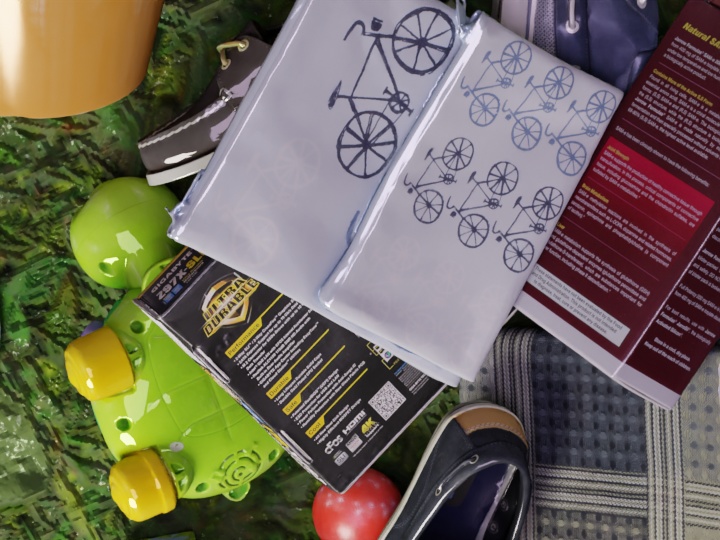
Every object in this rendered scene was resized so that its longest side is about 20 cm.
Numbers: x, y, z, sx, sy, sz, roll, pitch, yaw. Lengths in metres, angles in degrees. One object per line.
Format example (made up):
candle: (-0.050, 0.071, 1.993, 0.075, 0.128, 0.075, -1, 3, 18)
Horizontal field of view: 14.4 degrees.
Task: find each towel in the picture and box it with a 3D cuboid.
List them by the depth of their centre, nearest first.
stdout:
towel: (0.136, 0.133, 1.624, 0.192, 0.035, 0.200, 3, 97, 39)

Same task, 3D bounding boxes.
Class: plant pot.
plant pot: (-0.178, -0.191, 1.548, 0.200, 0.200, 0.183, 5, 122, 4)

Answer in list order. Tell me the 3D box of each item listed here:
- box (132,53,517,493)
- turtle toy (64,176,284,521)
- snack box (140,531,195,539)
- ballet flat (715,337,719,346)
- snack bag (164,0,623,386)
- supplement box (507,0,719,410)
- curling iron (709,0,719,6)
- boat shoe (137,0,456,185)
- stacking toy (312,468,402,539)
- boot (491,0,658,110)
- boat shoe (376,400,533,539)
box: (0.000, 0.000, 1.579, 0.200, 0.049, 0.160, -47, 116, -5)
turtle toy: (-0.105, 0.041, 1.639, 0.146, 0.101, 0.200, -23, 104, -16)
snack box: (-0.108, 0.273, 1.685, 0.053, 0.142, 0.200, -12, 105, 9)
ballet flat: (0.177, 0.090, 1.640, 0.200, 0.074, 0.074, -27, 103, 42)
snack bag: (0.020, -0.059, 1.530, 0.200, 0.021, 0.189, 29, 92, -23)
supplement box: (0.175, -0.038, 1.556, 0.061, 0.109, 0.200, 28, 97, -44)
curling iron: (0.185, -0.144, 1.604, 0.050, 0.026, 0.200, 9, 113, 25)
boat shoe: (-0.044, -0.117, 1.608, 0.201, 0.072, 0.061, -30, 104, 4)
stacking toy: (-0.014, 0.214, 1.696, 0.085, 0.085, 0.200, 9, 103, 2)
boot: (0.122, -0.173, 1.584, 0.090, 0.073, 0.200, 4, 114, -3)
boat shoe: (0.046, 0.171, 1.630, 0.075, 0.062, 0.200, 14, 111, -22)
